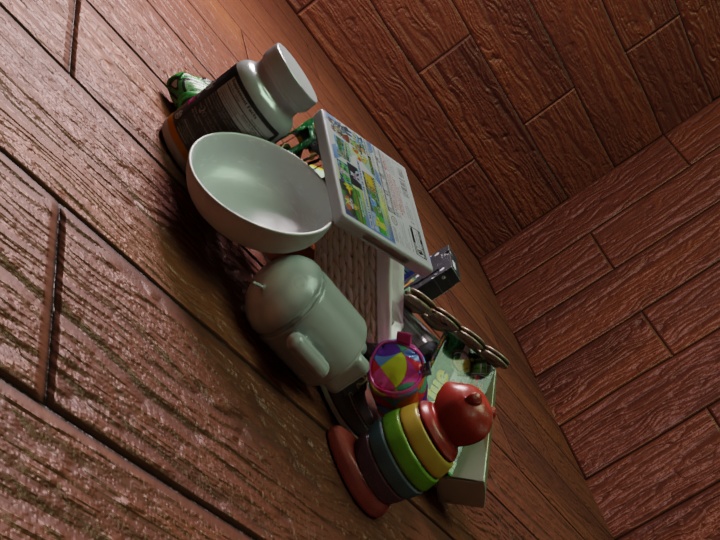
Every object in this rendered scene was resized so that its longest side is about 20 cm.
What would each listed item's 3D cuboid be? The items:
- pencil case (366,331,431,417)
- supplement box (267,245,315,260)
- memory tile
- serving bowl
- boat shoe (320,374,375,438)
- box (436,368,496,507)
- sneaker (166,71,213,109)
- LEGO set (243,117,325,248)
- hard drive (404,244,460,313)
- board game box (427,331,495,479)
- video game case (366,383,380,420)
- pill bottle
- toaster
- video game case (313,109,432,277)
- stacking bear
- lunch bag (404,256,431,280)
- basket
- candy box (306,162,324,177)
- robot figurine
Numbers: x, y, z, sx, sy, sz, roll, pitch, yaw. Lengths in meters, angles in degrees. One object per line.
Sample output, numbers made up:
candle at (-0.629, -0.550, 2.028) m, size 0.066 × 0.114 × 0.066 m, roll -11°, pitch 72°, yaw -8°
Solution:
pencil case at (0.058, 0.165, 1.197) m, size 0.201 × 0.087 × 0.090 m, roll 79°, pitch -14°, yaw -60°
supplement box at (-0.130, -0.095, 1.351) m, size 0.069 × 0.066 × 0.203 m, roll 39°, pitch 23°, yaw -55°
memory tile at (0.147, 0.097, 1.411) m, size 0.198 × 0.017 × 0.153 m, roll 38°, pitch -8°, yaw -3°
serving bowl at (-0.130, -0.087, 1.091) m, size 0.196 × 0.066 × 0.202 m, roll 21°, pitch 34°, yaw -14°
boat shoe at (-0.025, 0.141, 1.196) m, size 0.203 × 0.059 × 0.072 m, roll 61°, pitch 12°, yaw 13°
box at (0.171, 0.263, 1.394) m, size 0.096 × 0.076 × 0.203 m, roll 80°, pitch 19°, yaw -52°
sneaker at (-0.226, -0.258, 1.345) m, size 0.086 × 0.077 × 0.200 m, roll 59°, pitch 13°, yaw 13°
LEGO set at (-0.101, -0.117, 1.249) m, size 0.117 × 0.198 × 0.154 m, roll 59°, pitch -3°, yaw -23°
hard drive at (0.088, 0.039, 1.571) m, size 0.038 × 0.198 × 0.140 m, roll 55°, pitch 11°, yaw -13°
board game box at (0.133, 0.203, 1.338) m, size 0.104 × 0.023 × 0.202 m, roll 35°, pitch 57°, yaw -10°
video game case at (0.048, 0.239, 1.347) m, size 0.200 × 0.017 × 0.145 m, roll 39°, pitch 22°, yaw -57°
pill bottle at (-0.163, -0.211, 1.189) m, size 0.117 × 0.198 × 0.117 m, roll 53°, pitch 12°, yaw -16°
toaster at (0.086, 0.146, 1.472) m, size 0.129 × 0.114 × 0.200 m, roll 48°, pitch 6°, yaw 36°
video game case at (0.016, -0.104, 1.183) m, size 0.181 × 0.022 × 0.203 m, roll 30°, pitch 36°, yaw -40°
stacking bear at (0.076, 0.211, 1.094) m, size 0.121 × 0.198 × 0.115 m, roll 44°, pitch 17°, yaw -43°
lunch bag at (0.011, -0.035, 1.442) m, size 0.152 × 0.198 × 0.094 m, roll 54°, pitch 12°, yaw -8°
basket at (0.000, 0.000, 1.314) m, size 0.135 × 0.120 × 0.206 m, roll -29°, pitch 121°, yaw -77°
candy box at (-0.054, -0.118, 1.511) m, size 0.197 × 0.026 × 0.105 m, roll 19°, pitch 66°, yaw -31°
robot figurine at (-0.068, 0.063, 1.092) m, size 0.201 × 0.112 × 0.171 m, roll 50°, pitch 12°, yaw -26°
